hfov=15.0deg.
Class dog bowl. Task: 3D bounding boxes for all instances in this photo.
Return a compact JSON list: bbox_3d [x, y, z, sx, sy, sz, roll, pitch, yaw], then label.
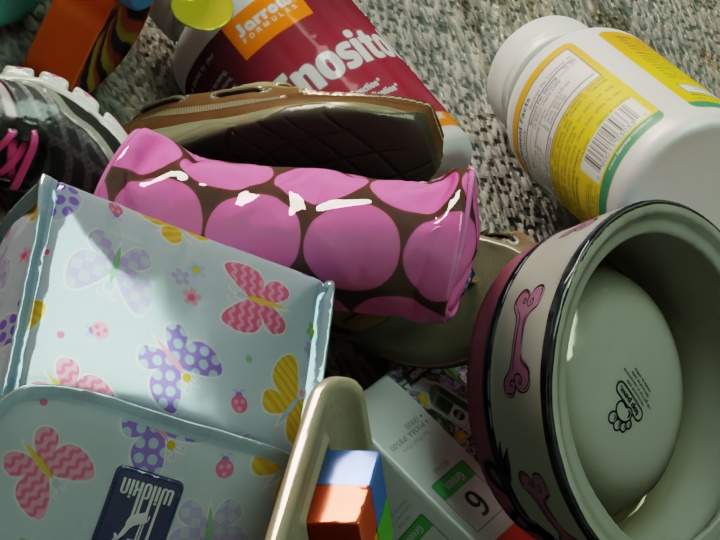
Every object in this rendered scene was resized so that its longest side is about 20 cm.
[{"bbox_3d":[0.135,0.064,1.449,0.200,0.074,0.200,4,84,-48],"label":"dog bowl"}]

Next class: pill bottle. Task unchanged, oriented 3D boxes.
[{"bbox_3d":[0.160,-0.084,1.704,0.113,0.113,0.200,10,21,-32],"label":"pill bottle"},{"bbox_3d":[-0.036,-0.108,1.602,0.200,0.113,0.113,50,38,16],"label":"pill bottle"}]

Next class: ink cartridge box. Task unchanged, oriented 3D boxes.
[{"bbox_3d":[0.075,0.137,1.487,0.200,0.050,0.109,44,37,9],"label":"ink cartridge box"}]

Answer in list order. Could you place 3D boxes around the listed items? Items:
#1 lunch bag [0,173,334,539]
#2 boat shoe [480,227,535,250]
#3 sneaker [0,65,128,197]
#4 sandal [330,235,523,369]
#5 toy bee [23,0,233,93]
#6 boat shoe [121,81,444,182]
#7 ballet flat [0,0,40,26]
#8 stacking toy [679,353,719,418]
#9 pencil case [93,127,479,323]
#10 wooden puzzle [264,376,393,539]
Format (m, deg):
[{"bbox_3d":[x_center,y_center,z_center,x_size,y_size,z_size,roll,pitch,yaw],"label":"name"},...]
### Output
[{"bbox_3d":[-0.113,0.080,1.327,0.170,0.127,0.200,22,60,-20],"label":"lunch bag"},{"bbox_3d":[0.073,0.006,1.591,0.200,0.068,0.072,8,9,-45],"label":"boat shoe"},{"bbox_3d":[-0.216,-0.072,1.449,0.200,0.074,0.087,26,38,-9],"label":"sneaker"},{"bbox_3d":[0.000,0.000,1.492,0.200,0.054,0.080,15,75,19],"label":"sandal"},{"bbox_3d":[-0.116,-0.190,1.548,0.131,0.200,0.109,52,36,2],"label":"toy bee"},{"bbox_3d":[-0.052,-0.074,1.502,0.200,0.076,0.074,-4,39,18],"label":"boat shoe"},{"bbox_3d":[-0.243,-0.170,1.530,0.200,0.070,0.067,-14,60,-47],"label":"ballet flat"},{"bbox_3d":[0.217,0.069,1.555,0.200,0.110,0.116,27,0,42],"label":"stacking toy"},{"bbox_3d":[-0.038,-0.026,1.418,0.200,0.091,0.094,8,55,5],"label":"pencil case"},{"bbox_3d":[-0.012,0.178,1.274,0.046,0.185,0.200,4,37,16],"label":"wooden puzzle"}]
